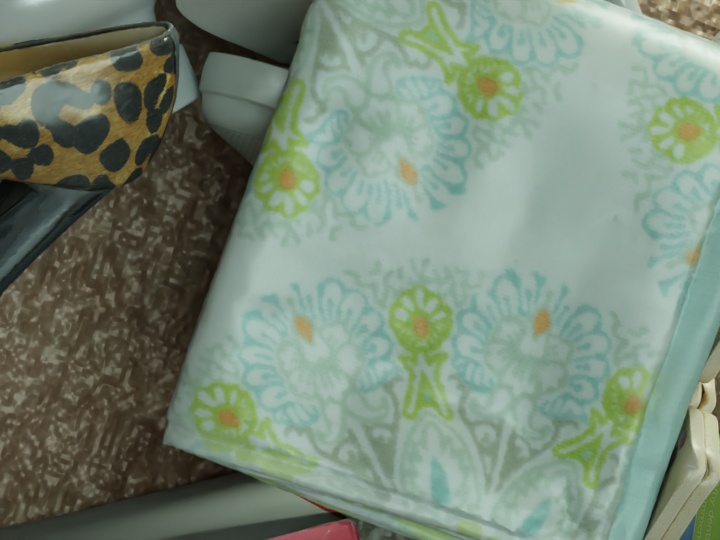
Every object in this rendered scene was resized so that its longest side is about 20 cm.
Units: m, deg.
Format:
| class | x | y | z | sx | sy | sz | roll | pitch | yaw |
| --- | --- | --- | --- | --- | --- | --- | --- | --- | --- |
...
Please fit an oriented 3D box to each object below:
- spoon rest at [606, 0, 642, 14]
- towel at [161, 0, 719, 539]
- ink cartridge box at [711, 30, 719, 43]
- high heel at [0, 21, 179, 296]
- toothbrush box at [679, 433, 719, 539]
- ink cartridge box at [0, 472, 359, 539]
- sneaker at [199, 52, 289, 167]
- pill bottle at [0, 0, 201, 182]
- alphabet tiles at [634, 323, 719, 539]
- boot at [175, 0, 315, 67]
| class | x | y | z | sx | sy | sz | roll | pitch | yaw |
| --- | --- | --- | --- | --- | --- | --- | --- | --- | --- |
| spoon rest | 0.052 | -0.150 | 0.863 | 0.200 | 0.099 | 0.061 | 48 | 45 | -26 |
| towel | 0.040 | -0.003 | 0.736 | 0.171 | 0.048 | 0.201 | 20 | 91 | -2 |
| ink cartridge box | 0.242 | -0.084 | 0.924 | 0.200 | 0.085 | 0.146 | -46 | 105 | -10 |
| high heel | -0.163 | -0.074 | 0.692 | 0.143 | 0.072 | 0.200 | -43 | 122 | 17 |
| toothbrush box | 0.182 | 0.117 | 0.850 | 0.145 | 0.200 | 0.086 | 8 | 89 | -20 |
| ink cartridge box | -0.070 | 0.194 | 0.795 | 0.144 | 0.145 | 0.201 | -12 | 95 | -18 |
| sneaker | 0.000 | 0.000 | 0.826 | 0.200 | 0.074 | 0.116 | 28 | 85 | -41 |
| pill bottle | -0.137 | -0.138 | 0.777 | 0.112 | 0.112 | 0.201 | -27 | 101 | -16 |
| alphabet tiles | 0.108 | 0.047 | 0.818 | 0.015 | 0.200 | 0.196 | 20 | 124 | -7 |
| boot | 0.007 | -0.116 | 0.828 | 0.200 | 0.073 | 0.091 | 28 | 60 | -50 |
